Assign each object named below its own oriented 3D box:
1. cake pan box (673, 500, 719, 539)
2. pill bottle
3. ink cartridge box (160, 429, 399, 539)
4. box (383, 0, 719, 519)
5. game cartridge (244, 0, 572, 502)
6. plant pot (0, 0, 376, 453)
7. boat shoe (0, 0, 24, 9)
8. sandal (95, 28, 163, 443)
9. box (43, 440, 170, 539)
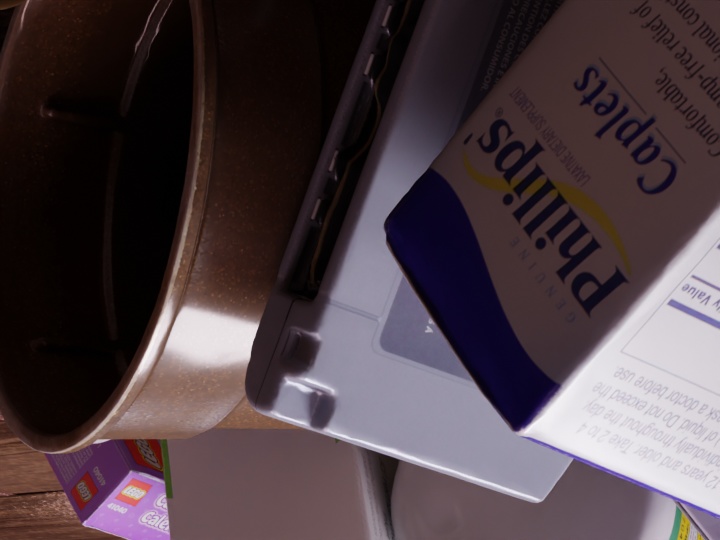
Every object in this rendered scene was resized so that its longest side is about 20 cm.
[{"bbox_3d":[0.199,0.132,1.113,0.052,0.200,0.184,-42,161,13],"label":"cake pan box"},{"bbox_3d":[0.094,0.118,1.209,0.113,0.113,0.200,3,161,21],"label":"pill bottle"},{"bbox_3d":[-0.004,0.131,1.227,0.084,0.146,0.200,-20,137,11],"label":"ink cartridge box"},{"bbox_3d":[0.141,-0.028,0.900,0.184,0.200,0.105,24,-158,-43],"label":"box"},{"bbox_3d":[0.051,-0.031,0.971,0.133,0.200,0.041,21,179,-32],"label":"game cartridge"},{"bbox_3d":[-0.011,-0.026,1.060,0.198,0.200,0.200,8,167,-28],"label":"plant pot"},{"bbox_3d":[-0.196,-0.138,0.979,0.200,0.073,0.065,22,171,-28],"label":"boat shoe"},{"bbox_3d":[-0.121,-0.016,1.158,0.079,0.059,0.207,20,124,19],"label":"sandal"},{"bbox_3d":[-0.111,0.058,1.423,0.039,0.200,0.137,-48,138,16],"label":"box"}]
